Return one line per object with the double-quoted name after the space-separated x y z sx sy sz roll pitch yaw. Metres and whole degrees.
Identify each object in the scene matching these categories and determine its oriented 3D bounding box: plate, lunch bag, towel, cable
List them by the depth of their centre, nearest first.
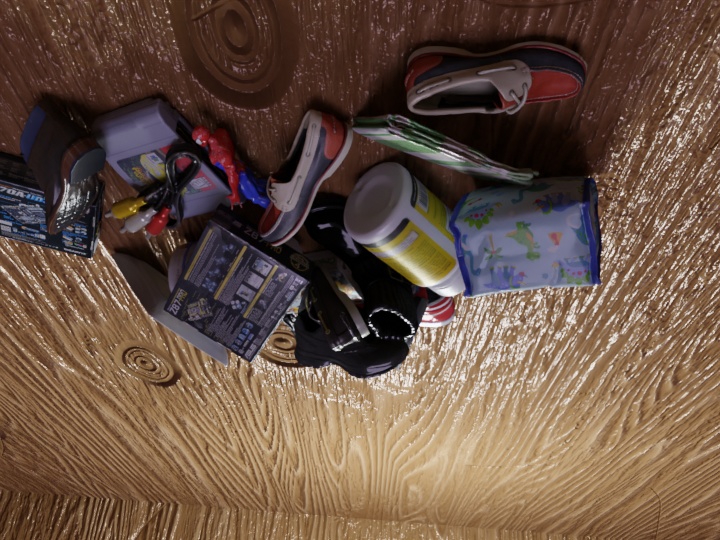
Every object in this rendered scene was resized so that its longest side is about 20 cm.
0.095 -0.143 0.828 0.195 0.024 0.152 16 -175 -19 "towel"
0.213 -0.057 0.875 0.165 0.201 0.131 -6 114 21 "lunch bag"
-0.258 -0.095 0.934 0.096 0.052 0.198 28 144 -34 "cable"
-0.314 0.057 1.178 0.032 0.200 0.200 -46 137 -2 "plate"

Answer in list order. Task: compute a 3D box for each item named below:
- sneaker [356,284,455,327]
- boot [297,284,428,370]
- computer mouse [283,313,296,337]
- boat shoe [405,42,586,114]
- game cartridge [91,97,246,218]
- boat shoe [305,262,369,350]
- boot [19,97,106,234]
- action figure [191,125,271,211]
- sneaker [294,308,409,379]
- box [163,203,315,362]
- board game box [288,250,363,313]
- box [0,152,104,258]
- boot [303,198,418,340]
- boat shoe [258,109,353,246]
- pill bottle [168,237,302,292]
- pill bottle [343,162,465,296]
0.062 0.055 1.179 0.194 0.073 0.113 -7 152 5 "sneaker"
-0.002 0.067 1.129 0.196 0.066 0.167 26 134 5 "boot"
-0.048 0.122 1.328 0.194 0.047 0.142 -3 147 13 "computer mouse"
0.145 -0.198 0.749 0.193 0.064 0.072 2 147 2 "boat shoe"
-0.259 -0.142 0.942 0.130 0.042 0.200 -7 147 26 "game cartridge"
-0.050 0.049 1.021 0.060 0.201 0.073 -33 119 -6 "boat shoe"
-0.400 -0.134 0.924 0.097 0.074 0.200 49 134 3 "boot"
-0.160 -0.124 0.927 0.051 0.067 0.201 -21 143 11 "action figure"
-0.021 0.107 1.078 0.194 0.076 0.093 3 118 20 "sneaker"
-0.178 0.025 1.003 0.159 0.050 0.201 30 127 -10 "box"
-0.101 0.023 1.187 0.195 0.035 0.127 -9 145 22 "board game box"
-0.488 -0.097 1.036 0.195 0.047 0.159 15 147 -16 "box"
0.002 -0.001 1.009 0.207 0.162 0.079 23 142 -28 "boot"
-0.085 -0.116 0.889 0.061 0.072 0.201 14 129 -35 "boat shoe"
-0.190 0.003 1.091 0.194 0.115 0.113 -7 148 20 "pill bottle"
0.078 -0.049 0.965 0.112 0.117 0.199 -20 141 35 "pill bottle"
